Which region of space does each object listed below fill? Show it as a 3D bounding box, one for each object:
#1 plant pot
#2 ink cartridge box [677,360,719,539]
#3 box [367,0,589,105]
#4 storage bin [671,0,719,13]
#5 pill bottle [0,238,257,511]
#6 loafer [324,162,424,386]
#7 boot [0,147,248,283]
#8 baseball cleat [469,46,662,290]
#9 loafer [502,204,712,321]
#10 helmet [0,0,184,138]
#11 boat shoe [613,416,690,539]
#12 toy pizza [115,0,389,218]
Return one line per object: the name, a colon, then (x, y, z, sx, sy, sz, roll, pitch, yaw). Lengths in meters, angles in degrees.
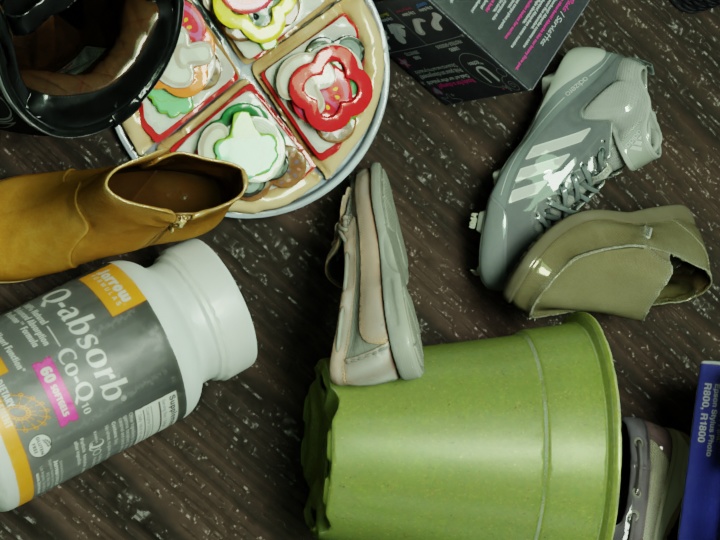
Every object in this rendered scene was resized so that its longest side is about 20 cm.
plant pot: (0.059, 0.123, 1.384, 0.188, 0.200, 0.202, 4, 85, -10)
ink cartridge box: (0.254, 0.169, 1.456, 0.040, 0.200, 0.202, 6, 82, 16)
box: (0.104, -0.231, 1.438, 0.115, 0.132, 0.201, 40, 74, -19)
storage bin: (0.323, -0.293, 1.557, 0.199, 0.094, 0.136, -22, 95, -24)
pill bottle: (-0.174, 0.063, 1.310, 0.199, 0.116, 0.117, -28, 98, -22)
loafer: (0.000, 0.000, 1.372, 0.062, 0.201, 0.072, -15, 130, 6)
boot: (-0.179, -0.042, 1.291, 0.199, 0.144, 0.072, -8, 84, -16)
baseball cleat: (0.155, -0.072, 1.464, 0.070, 0.106, 0.202, 41, 68, -56)
loafer: (0.187, -0.001, 1.463, 0.199, 0.076, 0.068, -16, 55, -38)
helmet: (-0.222, -0.189, 1.265, 0.199, 0.190, 0.201, -29, 136, -33)
boat shoe: (0.187, 0.204, 1.484, 0.064, 0.072, 0.202, 24, 74, -15)
toy pizza: (-0.076, -0.135, 1.381, 0.198, 0.032, 0.202, -1, 98, -10)
